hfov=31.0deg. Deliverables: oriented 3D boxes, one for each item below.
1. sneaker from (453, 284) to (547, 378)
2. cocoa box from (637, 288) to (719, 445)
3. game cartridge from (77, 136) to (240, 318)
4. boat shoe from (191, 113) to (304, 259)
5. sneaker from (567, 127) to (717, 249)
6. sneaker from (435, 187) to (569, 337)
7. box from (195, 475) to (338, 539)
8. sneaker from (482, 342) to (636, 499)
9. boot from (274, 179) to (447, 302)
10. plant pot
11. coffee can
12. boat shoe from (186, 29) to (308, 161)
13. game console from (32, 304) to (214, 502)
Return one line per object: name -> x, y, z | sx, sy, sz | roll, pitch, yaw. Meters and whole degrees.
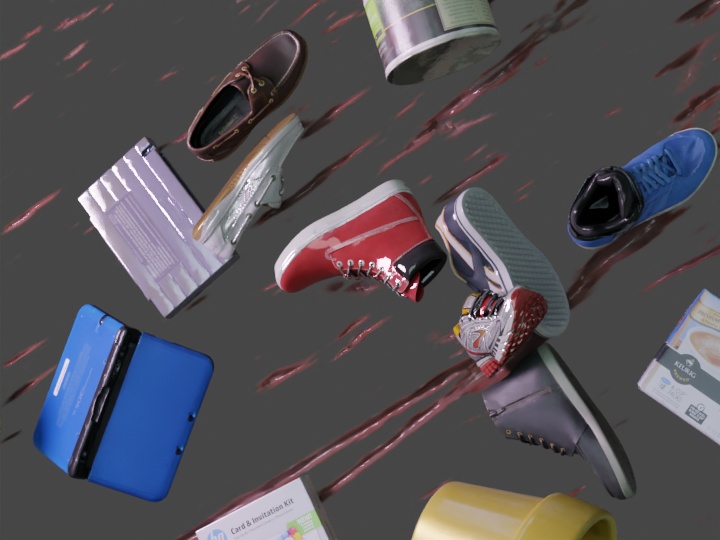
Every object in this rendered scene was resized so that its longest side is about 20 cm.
sneaker -> 0.148, 0.060, 1.466 | 0.082, 0.200, 0.078 | 43, 68, 7
cocoa box -> 0.422, 0.130, 1.427 | 0.199, 0.133, 0.132 | 35, 94, 13
game cartridge -> -0.260, -0.053, 1.660 | 0.129, 0.038, 0.201 | -40, 79, 12
boat shoe -> -0.126, -0.103, 1.615 | 0.069, 0.071, 0.201 | 38, 86, -12
sneaker -> 0.321, -0.096, 1.478 | 0.199, 0.111, 0.077 | -33, 80, 10
sneaker -> 0.166, -0.003, 1.532 | 0.201, 0.078, 0.079 | 55, 144, -3
box -> -0.091, 0.376, 1.588 | 0.155, 0.041, 0.202 | -28, 80, 11
sneaker -> 0.232, 0.196, 1.508 | 0.106, 0.075, 0.201 | -37, 70, 14
boot -> 0.000, 0.000, 1.553 | 0.199, 0.072, 0.145 | -32, 61, 8
plant pot -> 0.163, 0.333, 1.459 | 0.187, 0.200, 0.203 | 18, 91, 30
coffee can -> 0.069, -0.342, 1.537 | 0.145, 0.146, 0.202 | -20, 82, 12
boat shoe -> -0.141, -0.218, 1.622 | 0.070, 0.070, 0.201 | 39, 95, 14
game console -> -0.306, 0.169, 1.665 | 0.170, 0.118, 0.202 | 23, 92, 45
